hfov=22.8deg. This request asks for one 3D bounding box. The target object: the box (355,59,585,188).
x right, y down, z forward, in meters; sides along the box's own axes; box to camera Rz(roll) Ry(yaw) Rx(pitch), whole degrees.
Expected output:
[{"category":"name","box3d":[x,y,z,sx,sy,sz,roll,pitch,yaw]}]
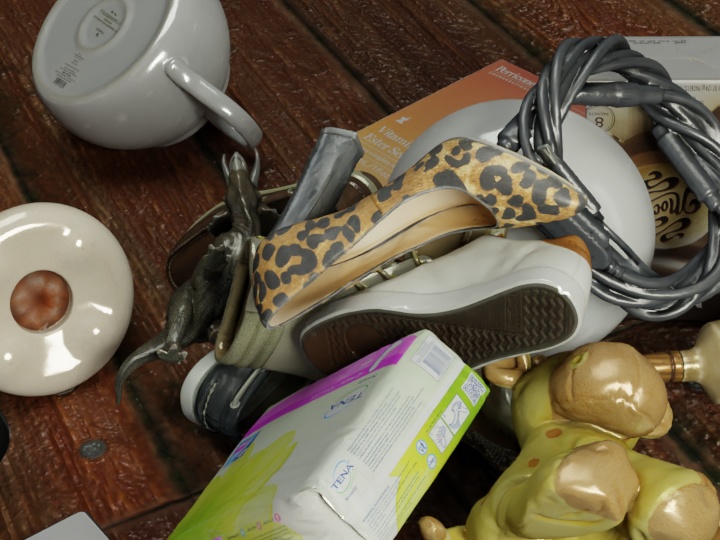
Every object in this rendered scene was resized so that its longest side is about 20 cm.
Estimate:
[{"category":"box","box3d":[0.093,-0.064,1.423,0.199,0.107,0.152,-30,41,-29]}]

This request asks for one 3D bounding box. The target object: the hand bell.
[{"category":"hand bell","box3d":[0.204,0.066,1.201,0.199,0.105,0.104,-5,34,-10]}]

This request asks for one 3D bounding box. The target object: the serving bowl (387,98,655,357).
[{"category":"serving bowl","box3d":[0.107,-0.016,1.262,0.199,0.201,0.066,1,22,10]}]

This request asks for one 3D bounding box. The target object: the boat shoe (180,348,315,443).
[{"category":"boat shoe","box3d":[-0.040,0.057,1.308,0.060,0.076,0.200,26,58,39]}]

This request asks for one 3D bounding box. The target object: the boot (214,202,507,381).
[{"category":"boot","box3d":[0.000,0.000,1.191,0.154,0.201,0.072,17,28,-18]}]

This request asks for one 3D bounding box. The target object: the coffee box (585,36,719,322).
[{"category":"coffee box","box3d":[0.225,-0.066,1.322,0.112,0.201,0.080,1,32,11]}]

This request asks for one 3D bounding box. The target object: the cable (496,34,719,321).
[{"category":"cable","box3d":[0.184,-0.061,1.202,0.051,0.200,0.164,-28,27,56]}]

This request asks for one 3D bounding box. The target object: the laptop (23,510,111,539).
[{"category":"laptop","box3d":[-0.220,0.201,1.088,0.199,0.116,0.187,-26,40,-25]}]

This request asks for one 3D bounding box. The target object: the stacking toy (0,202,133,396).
[{"category":"stacking toy","box3d":[-0.273,0.005,1.394,0.146,0.147,0.200,-22,21,-21]}]

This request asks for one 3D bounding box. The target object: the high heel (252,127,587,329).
[{"category":"high heel","box3d":[0.032,-0.011,1.099,0.199,0.071,0.143,10,64,30]}]

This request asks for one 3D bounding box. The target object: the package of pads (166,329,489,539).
[{"category":"package of pads","box3d":[-0.030,0.130,1.104,0.200,0.068,0.155,-31,16,49]}]

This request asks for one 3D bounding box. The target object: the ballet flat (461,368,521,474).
[{"category":"ballet flat","box3d":[0.089,0.090,1.238,0.072,0.072,0.200,-27,40,-27]}]

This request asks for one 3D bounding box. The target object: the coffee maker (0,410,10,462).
[{"category":"coffee maker","box3d":[-0.346,0.074,1.232,0.199,0.193,0.135,29,3,24]}]

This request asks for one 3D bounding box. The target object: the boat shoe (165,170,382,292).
[{"category":"boat shoe","box3d":[-0.079,-0.025,1.360,0.202,0.075,0.075,-25,1,30]}]

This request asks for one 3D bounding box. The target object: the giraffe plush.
[{"category":"giraffe plush","box3d":[0.141,0.116,1.095,0.199,0.172,0.163,-19,42,39]}]

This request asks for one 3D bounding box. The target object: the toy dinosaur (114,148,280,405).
[{"category":"toy dinosaur","box3d":[-0.105,0.019,1.282,0.077,0.201,0.102,26,13,-8]}]

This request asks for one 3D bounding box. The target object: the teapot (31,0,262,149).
[{"category":"teapot","box3d":[-0.186,-0.181,1.613,0.197,0.146,0.201,-20,51,26]}]

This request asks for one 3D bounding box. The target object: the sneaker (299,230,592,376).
[{"category":"sneaker","box3d":[0.059,0.024,1.137,0.199,0.073,0.085,-11,29,28]}]
